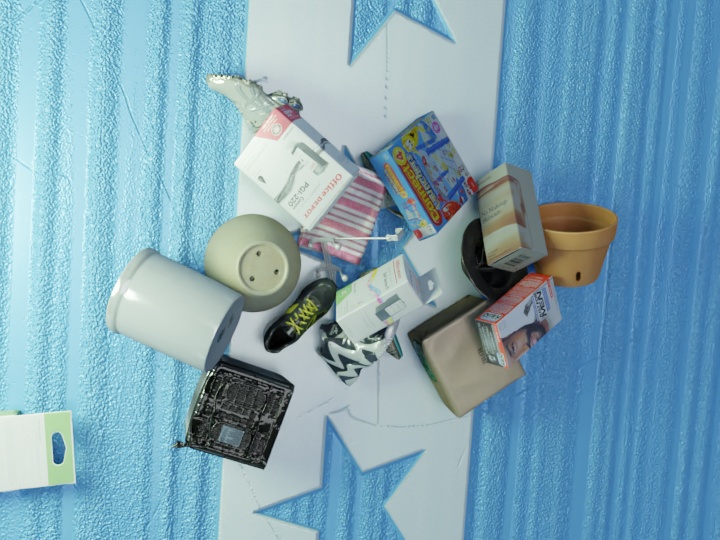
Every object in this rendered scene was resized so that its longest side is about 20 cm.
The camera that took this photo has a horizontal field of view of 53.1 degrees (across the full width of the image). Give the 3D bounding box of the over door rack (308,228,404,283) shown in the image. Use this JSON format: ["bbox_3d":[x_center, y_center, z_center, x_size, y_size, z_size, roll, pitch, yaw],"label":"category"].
[{"bbox_3d":[0.000,0.000,1.455,0.197,0.067,0.149,-5,116,16],"label":"over door rack"}]

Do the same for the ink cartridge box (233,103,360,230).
[{"bbox_3d":[-0.121,-0.199,1.395,0.200,0.085,0.146,40,109,-4],"label":"ink cartridge box"}]

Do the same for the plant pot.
[{"bbox_3d":[0.462,-0.054,1.592,0.198,0.200,0.142,-12,114,-15],"label":"plant pot"}]

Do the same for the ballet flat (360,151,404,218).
[{"bbox_3d":[0.062,-0.166,1.522,0.199,0.068,0.064,39,111,-13],"label":"ballet flat"}]

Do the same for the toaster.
[{"bbox_3d":[-0.253,0.277,1.431,0.198,0.119,0.183,21,88,-17],"label":"toaster"}]

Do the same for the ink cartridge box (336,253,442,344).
[{"bbox_3d":[0.052,0.043,1.382,0.199,0.117,0.068,-30,114,12],"label":"ink cartridge box"}]

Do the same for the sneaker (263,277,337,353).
[{"bbox_3d":[-0.120,0.099,1.447,0.074,0.085,0.200,41,104,-13],"label":"sneaker"}]

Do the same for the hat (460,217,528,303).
[{"bbox_3d":[0.272,-0.010,1.577,0.199,0.081,0.203,14,66,-32],"label":"hat"}]

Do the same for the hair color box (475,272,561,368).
[{"bbox_3d":[0.336,0.103,1.517,0.199,0.064,0.112,-34,117,-30],"label":"hair color box"}]

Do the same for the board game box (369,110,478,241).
[{"bbox_3d":[0.136,-0.199,1.496,0.201,0.056,0.196,56,48,-14],"label":"board game box"}]

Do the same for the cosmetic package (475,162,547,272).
[{"bbox_3d":[0.317,-0.112,1.530,0.086,0.103,0.202,12,60,-34],"label":"cosmetic package"}]

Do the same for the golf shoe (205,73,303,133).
[{"bbox_3d":[-0.216,-0.323,1.420,0.198,0.078,0.098,18,95,-16],"label":"golf shoe"}]

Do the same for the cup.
[{"bbox_3d":[-0.201,-0.008,1.412,0.198,0.143,0.203,-2,96,-17],"label":"cup"}]

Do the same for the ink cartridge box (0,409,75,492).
[{"bbox_3d":[-0.643,0.337,1.356,0.197,0.048,0.148,-3,95,-17],"label":"ink cartridge box"}]

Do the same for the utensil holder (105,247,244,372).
[{"bbox_3d":[-0.338,0.077,1.332,0.198,0.170,0.171,25,87,4],"label":"utensil holder"}]

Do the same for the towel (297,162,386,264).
[{"bbox_3d":[-0.033,-0.120,1.478,0.145,0.030,0.202,17,109,-14],"label":"towel"}]

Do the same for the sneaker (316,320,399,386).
[{"bbox_3d":[-0.017,0.136,1.484,0.129,0.080,0.199,37,127,-6],"label":"sneaker"}]

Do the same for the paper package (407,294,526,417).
[{"bbox_3d":[0.232,0.184,1.578,0.189,0.103,0.202,-30,103,-12],"label":"paper package"}]

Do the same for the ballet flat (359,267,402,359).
[{"bbox_3d":[0.035,0.097,1.539,0.074,0.068,0.203,-12,92,6],"label":"ballet flat"}]
